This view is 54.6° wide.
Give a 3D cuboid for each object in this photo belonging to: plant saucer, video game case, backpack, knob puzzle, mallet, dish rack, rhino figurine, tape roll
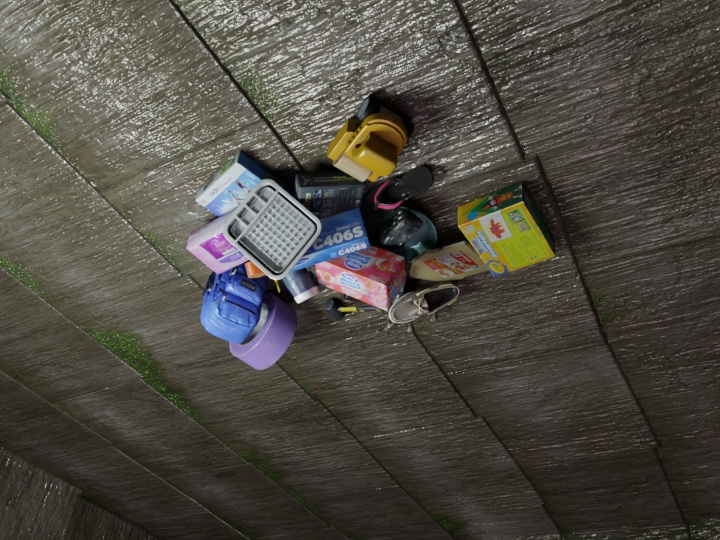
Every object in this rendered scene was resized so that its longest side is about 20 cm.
[{"bbox_3d":[0.091,-0.096,1.725,0.197,0.036,0.202,5,138,4],"label":"plant saucer"},{"bbox_3d":[-0.268,-0.171,1.687,0.199,0.046,0.180,35,133,-28],"label":"video game case"},{"bbox_3d":[-0.337,0.075,1.858,0.161,0.202,0.168,23,137,-17],"label":"backpack"},{"bbox_3d":[0.212,-0.022,1.777,0.216,0.031,0.220,-2,156,-1],"label":"knob puzzle"},{"bbox_3d":[-0.020,0.101,1.925,0.198,0.042,0.066,-10,140,45],"label":"mallet"},{"bbox_3d":[-0.196,-0.090,1.583,0.199,0.172,0.044,39,177,18],"label":"dish rack"},{"bbox_3d":[0.131,0.119,1.893,0.198,0.060,0.088,-24,135,-12],"label":"rhino figurine"},{"bbox_3d":[-0.273,0.170,1.955,0.199,0.202,0.085,-30,127,35],"label":"tape roll"}]

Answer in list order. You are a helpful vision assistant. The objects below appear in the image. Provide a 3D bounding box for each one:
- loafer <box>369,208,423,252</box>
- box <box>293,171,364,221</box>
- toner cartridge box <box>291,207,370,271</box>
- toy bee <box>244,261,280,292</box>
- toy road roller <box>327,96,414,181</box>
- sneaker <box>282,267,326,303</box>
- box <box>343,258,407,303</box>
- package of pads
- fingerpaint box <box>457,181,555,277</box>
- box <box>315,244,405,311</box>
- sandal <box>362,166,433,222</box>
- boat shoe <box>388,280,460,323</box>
[{"bbox_3d":[0.075,-0.072,1.675,0.070,0.069,0.200,22,140,-24],"label":"loafer"},{"bbox_3d":[-0.082,-0.144,1.654,0.155,0.051,0.201,-6,141,-15],"label":"box"},{"bbox_3d":[-0.083,-0.072,1.623,0.197,0.096,0.043,-17,142,2],"label":"toner cartridge box"},{"bbox_3d":[-0.208,-0.007,1.819,0.197,0.133,0.109,9,165,-18],"label":"toy bee"},{"bbox_3d":[0.017,-0.251,1.476,0.122,0.147,0.200,26,136,-20],"label":"toy road roller"},{"bbox_3d":[-0.154,0.000,1.735,0.080,0.200,0.148,-27,90,5],"label":"sneaker"},{"bbox_3d":[0.037,0.025,1.833,0.158,0.044,0.201,7,152,0],"label":"box"},{"bbox_3d":[-0.324,-0.074,1.718,0.198,0.076,0.120,-22,132,34],"label":"package of pads"},{"bbox_3d":[0.348,-0.094,1.660,0.165,0.074,0.200,-21,131,28],"label":"fingerpaint box"},{"bbox_3d":[0.000,0.000,1.652,0.198,0.100,0.096,21,145,21],"label":"box"},{"bbox_3d":[0.076,-0.178,1.604,0.199,0.045,0.076,-30,83,28],"label":"sandal"},{"bbox_3d":[0.169,0.084,1.832,0.197,0.073,0.059,-21,-176,-10],"label":"boat shoe"}]
